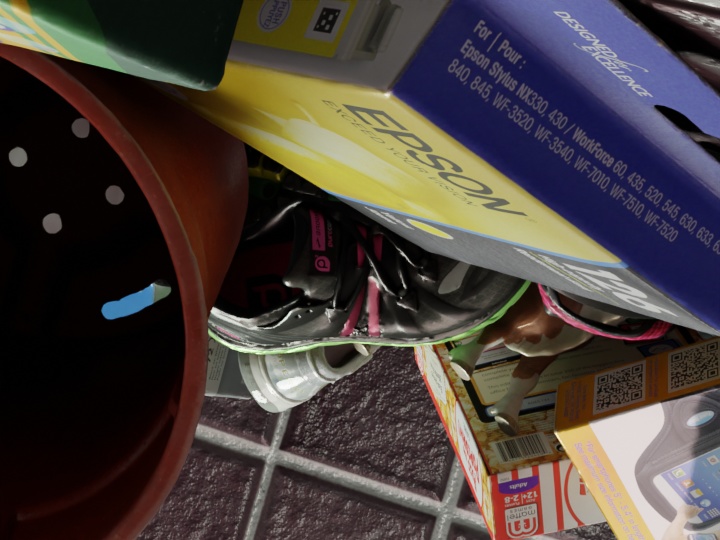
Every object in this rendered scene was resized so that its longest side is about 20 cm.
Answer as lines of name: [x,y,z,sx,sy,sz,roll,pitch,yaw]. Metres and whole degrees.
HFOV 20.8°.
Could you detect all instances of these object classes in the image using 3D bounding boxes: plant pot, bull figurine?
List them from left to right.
plant pot: [-0.130,-0.010,0.696,0.199,0.203,0.195,16,-162,4]
bull figurine: [0.079,0.013,1.054,0.199,0.121,0.065,23,152,45]

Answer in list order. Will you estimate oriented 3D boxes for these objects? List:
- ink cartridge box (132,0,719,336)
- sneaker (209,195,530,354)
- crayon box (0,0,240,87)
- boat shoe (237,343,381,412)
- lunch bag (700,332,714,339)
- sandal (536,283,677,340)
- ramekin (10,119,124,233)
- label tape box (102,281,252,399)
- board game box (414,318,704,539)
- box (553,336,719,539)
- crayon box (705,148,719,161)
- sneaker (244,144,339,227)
ink cartridge box: [0.042,-0.036,0.612,0.199,0.047,0.197,19,171,45]
sneaker: [0.000,0.000,0.998,0.198,0.078,0.084,-15,161,15]
crayon box: [-0.123,-0.093,0.381,0.125,0.052,0.200,16,178,29]
boat shoe: [0.002,0.013,1.171,0.064,0.075,0.202,-16,-162,38]
lunch bag: [0.196,0.076,1.281,0.198,0.123,0.170,-13,-176,-5]
sandal: [0.121,0.006,0.927,0.199,0.045,0.076,16,-139,-44]
ramekin: [-0.169,-0.064,1.064,0.200,0.095,0.202,16,-179,0]
label tape box: [-0.156,0.022,1.113,0.142,0.067,0.200,16,-178,22]
board game box: [0.121,0.066,1.102,0.150,0.047,0.200,-10,-152,-6]
box: [0.207,0.081,0.951,0.198,0.042,0.119,-18,123,25]
crayon box: [0.150,-0.004,0.791,0.125,0.052,0.200,17,178,-11]
sneaker: [-0.095,-0.049,1.194,0.198,0.079,0.085,15,178,29]
